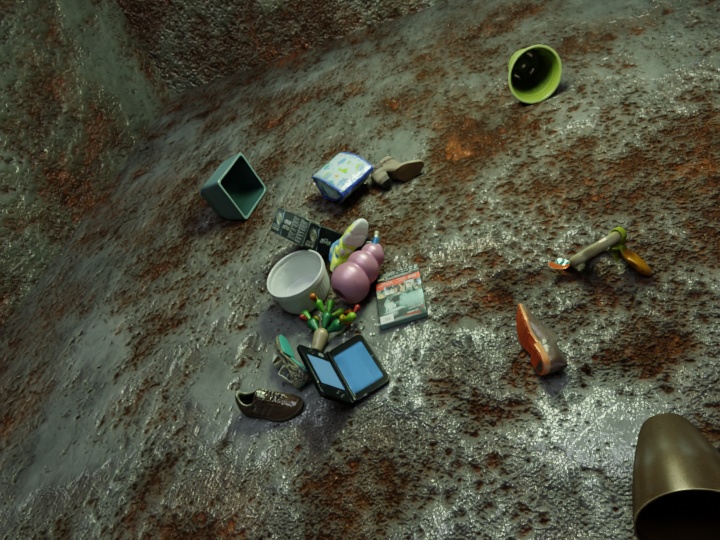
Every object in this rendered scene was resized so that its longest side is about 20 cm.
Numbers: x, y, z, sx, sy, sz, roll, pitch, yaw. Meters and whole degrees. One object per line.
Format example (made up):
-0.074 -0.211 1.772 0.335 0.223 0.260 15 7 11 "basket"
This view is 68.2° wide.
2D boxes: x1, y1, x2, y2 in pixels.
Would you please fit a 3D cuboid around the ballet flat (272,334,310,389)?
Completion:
-0.210 0.263 1.509 0.076 0.068 0.200 -47 44 0 "ballet flat"

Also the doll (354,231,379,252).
0.013 -0.077 1.740 0.136 0.048 0.201 -44 41 11 "doll"

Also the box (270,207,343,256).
-0.183 -0.129 1.806 0.198 0.162 0.088 26 96 44 "box"

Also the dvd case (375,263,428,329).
0.116 0.072 1.556 0.142 0.022 0.203 -18 40 11 "dvd case"

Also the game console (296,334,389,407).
-0.049 0.244 1.401 0.118 0.174 0.201 -53 39 11 "game console"

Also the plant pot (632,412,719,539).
0.553 0.357 0.921 0.182 0.191 0.201 -8 28 20 "plant pot"

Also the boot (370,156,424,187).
0.129 -0.386 1.990 0.196 0.071 0.148 -25 38 3 "boot"

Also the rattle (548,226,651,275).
0.607 -0.009 1.365 0.198 0.145 0.130 -34 5 14 "rattle"

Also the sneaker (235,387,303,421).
-0.250 0.354 1.421 0.194 0.076 0.072 -9 43 21 "sneaker"

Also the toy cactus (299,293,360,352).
-0.103 0.153 1.550 0.194 0.103 0.169 5 59 21 "toy cactus"

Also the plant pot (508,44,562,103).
0.644 -0.765 2.032 0.195 0.204 0.192 -17 28 11 "plant pot"

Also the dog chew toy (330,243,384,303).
0.000 0.000 1.607 0.123 0.126 0.201 23 65 42 "dog chew toy"

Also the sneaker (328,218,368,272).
-0.051 -0.092 1.724 0.203 0.075 0.105 -58 35 12 "sneaker"

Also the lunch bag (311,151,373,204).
-0.059 -0.347 2.004 0.170 0.129 0.198 -44 31 -16 "lunch bag"

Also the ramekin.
-0.189 0.043 1.689 0.195 0.106 0.203 -16 41 14 "ramekin"

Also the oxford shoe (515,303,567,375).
0.427 0.160 1.271 0.071 0.073 0.203 -6 45 -6 "oxford shoe"

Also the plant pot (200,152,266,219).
-0.553 -0.335 2.227 0.196 0.198 0.199 -7 43 36 "plant pot"
